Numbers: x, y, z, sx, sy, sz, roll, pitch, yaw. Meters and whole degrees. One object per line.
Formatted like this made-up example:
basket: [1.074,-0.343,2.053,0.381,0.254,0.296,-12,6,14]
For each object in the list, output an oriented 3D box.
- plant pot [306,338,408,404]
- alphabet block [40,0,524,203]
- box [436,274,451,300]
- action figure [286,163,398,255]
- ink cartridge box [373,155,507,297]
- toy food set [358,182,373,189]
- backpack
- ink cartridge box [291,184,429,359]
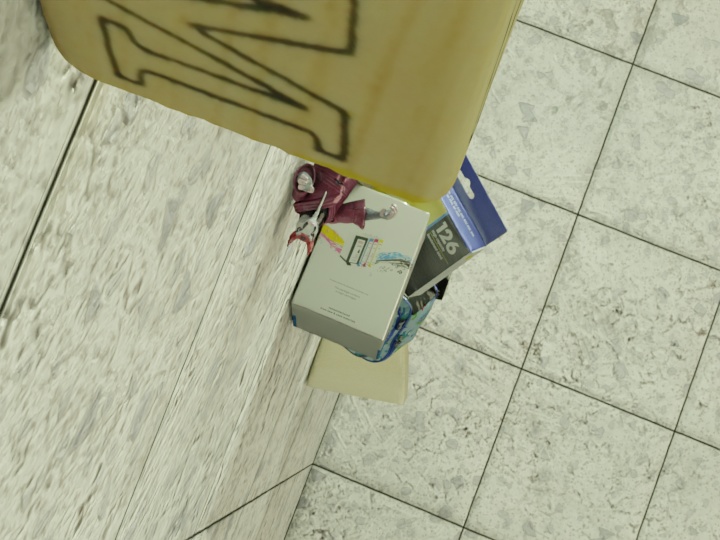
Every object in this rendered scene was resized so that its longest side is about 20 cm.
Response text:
plant pot: [0.011,0.159,2.375,0.200,0.196,0.180,19,81,-85]
alphabet block: [-0.012,-0.175,0.455,0.201,0.194,0.198,100,13,-68]
box: [0.104,-0.008,2.588,0.193,0.197,0.048,95,16,-77]
action figure: [-0.034,-0.115,1.314,0.202,0.133,0.148,-57,-143,-4]
ink cartridge box: [0.102,-0.092,1.798,0.047,0.200,0.199,-14,162,-50]
toy food set: [0.022,-0.199,1.724,0.145,0.060,0.200,-58,175,3]
backpack: [0.015,0.060,2.002,0.146,0.183,0.201,-35,158,-37]
ink cartridge box: [0.000,0.000,1.703,0.147,0.143,0.203,96,15,-74]
